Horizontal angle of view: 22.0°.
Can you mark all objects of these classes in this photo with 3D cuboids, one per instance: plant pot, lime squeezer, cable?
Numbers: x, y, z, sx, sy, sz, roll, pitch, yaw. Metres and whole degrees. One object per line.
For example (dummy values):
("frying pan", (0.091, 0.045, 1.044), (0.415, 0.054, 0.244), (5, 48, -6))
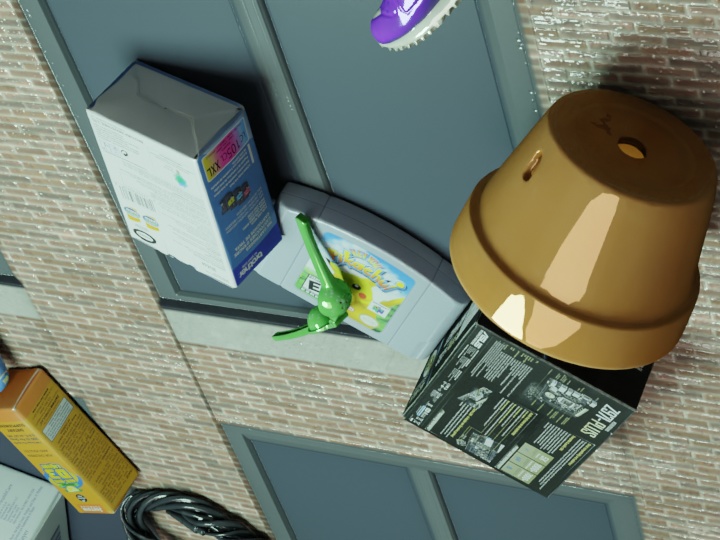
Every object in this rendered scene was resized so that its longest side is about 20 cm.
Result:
("plant pot", (0.184, -0.043, 1.417), (0.199, 0.200, 0.140), (25, 129, 3))
("lime squeezer", (-0.045, 0.030, 1.715), (0.070, 0.038, 0.200), (23, 145, 6))
("cable", (-0.202, 0.330, 2.244), (0.200, 0.051, 0.163), (32, 144, -6))

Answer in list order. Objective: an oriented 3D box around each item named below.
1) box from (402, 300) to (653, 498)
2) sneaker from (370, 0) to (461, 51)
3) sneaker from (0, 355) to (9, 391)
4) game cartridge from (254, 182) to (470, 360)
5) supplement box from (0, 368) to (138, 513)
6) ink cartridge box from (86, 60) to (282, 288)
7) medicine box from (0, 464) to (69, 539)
("box", (0.153, 0.100, 1.690), (0.163, 0.086, 0.200), (29, 145, -2))
("sneaker", (0.050, -0.245, 1.347), (0.099, 0.070, 0.200), (41, 139, -7))
("sneaker", (-0.489, 0.115, 2.133), (0.199, 0.076, 0.077), (-4, 130, 38))
("game cartridge", (0.000, 0.000, 1.709), (0.199, 0.041, 0.133), (28, 141, -2))
("supplement box", (-0.350, 0.201, 2.162), (0.066, 0.069, 0.200), (-6, 136, 41))
("ink cartridge box", (-0.152, -0.074, 1.653), (0.136, 0.076, 0.200), (26, 146, 30))
("medicine box", (-0.487, 0.330, 2.381), (0.199, 0.103, 0.182), (20, 144, 10))
